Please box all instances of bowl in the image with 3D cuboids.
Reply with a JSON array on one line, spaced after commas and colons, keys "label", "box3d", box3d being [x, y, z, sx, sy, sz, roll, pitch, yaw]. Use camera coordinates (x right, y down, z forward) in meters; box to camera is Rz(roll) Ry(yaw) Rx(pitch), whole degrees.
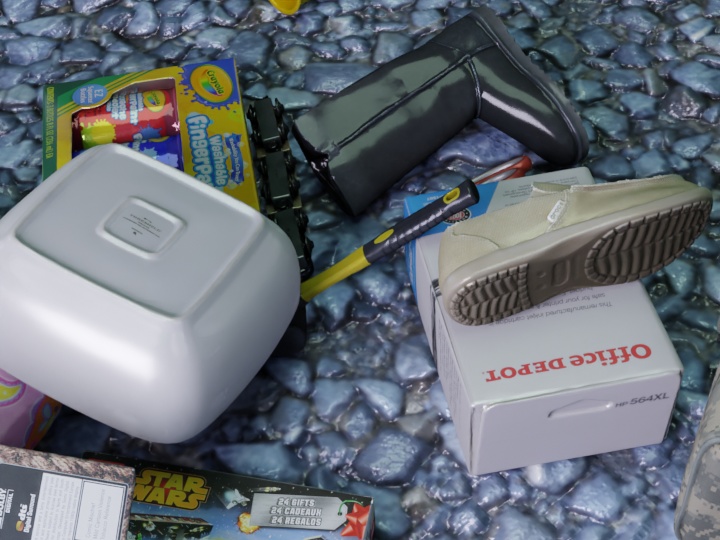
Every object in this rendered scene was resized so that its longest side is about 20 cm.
[{"label": "bowl", "box3d": [-0.146, -0.002, 0.807, 0.198, 0.075, 0.200, 27, 41, 8]}]

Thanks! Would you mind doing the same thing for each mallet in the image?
[{"label": "mallet", "box3d": [0.000, 0.000, 0.874, 0.199, 0.041, 0.066, -25, 47, 29]}]

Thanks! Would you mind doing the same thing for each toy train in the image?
[{"label": "toy train", "box3d": [-0.064, -0.069, 1.002, 0.034, 0.046, 0.201, -14, 49, 0]}]

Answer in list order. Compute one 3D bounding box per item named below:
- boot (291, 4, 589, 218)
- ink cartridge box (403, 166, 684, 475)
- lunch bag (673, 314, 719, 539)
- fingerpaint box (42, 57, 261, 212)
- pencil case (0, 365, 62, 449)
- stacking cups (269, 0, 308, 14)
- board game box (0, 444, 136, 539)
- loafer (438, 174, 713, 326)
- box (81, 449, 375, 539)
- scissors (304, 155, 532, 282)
[{"label": "boot", "box3d": [0.064, -0.107, 1.012, 0.199, 0.066, 0.165, -33, 72, -18]}, {"label": "ink cartridge box", "box3d": [0.120, 0.032, 0.871, 0.144, 0.085, 0.201, -9, 48, -6]}, {"label": "lunch bag", "box3d": [0.307, 0.104, 0.756, 0.198, 0.140, 0.169, 15, 50, 16]}, {"label": "fingerpaint box", "box3d": [-0.167, -0.074, 0.992, 0.165, 0.074, 0.201, -8, 48, -4]}, {"label": "pencil case", "box3d": [-0.268, 0.133, 0.764, 0.087, 0.088, 0.201, 18, 55, 19]}, {"label": "stacking cups", "box3d": [-0.010, -0.324, 1.227, 0.060, 0.061, 0.199, 34, 55, 30]}, {"label": "board game box", "box3d": [-0.234, 0.175, 0.648, 0.198, 0.097, 0.161, 14, 64, -17]}, {"label": "loafer", "box3d": [0.138, -0.028, 0.816, 0.198, 0.076, 0.069, -16, 54, -13]}, {"label": "box", "box3d": [-0.099, 0.192, 0.764, 0.197, 0.040, 0.138, 8, 49, 10]}, {"label": "scissors", "box3d": [0.046, -0.038, 0.968, 0.198, 0.014, 0.073, -27, 13, 10]}]
